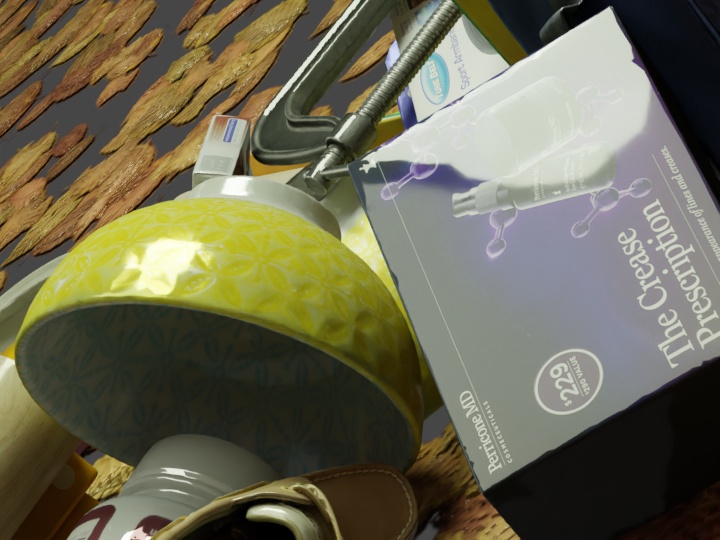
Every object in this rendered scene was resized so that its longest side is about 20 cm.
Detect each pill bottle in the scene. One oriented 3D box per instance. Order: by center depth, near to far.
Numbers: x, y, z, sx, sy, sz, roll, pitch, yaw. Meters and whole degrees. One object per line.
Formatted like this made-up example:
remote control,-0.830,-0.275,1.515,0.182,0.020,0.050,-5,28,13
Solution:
pill bottle,-0.104,0.179,1.334,0.114,0.114,0.200,-24,26,46

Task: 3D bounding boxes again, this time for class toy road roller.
toy road roller,-0.182,0.137,1.513,0.123,0.146,0.200,-55,6,-27

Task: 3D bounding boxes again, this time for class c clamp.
c clamp,0.017,-0.112,1.529,0.171,0.027,0.200,-8,42,54

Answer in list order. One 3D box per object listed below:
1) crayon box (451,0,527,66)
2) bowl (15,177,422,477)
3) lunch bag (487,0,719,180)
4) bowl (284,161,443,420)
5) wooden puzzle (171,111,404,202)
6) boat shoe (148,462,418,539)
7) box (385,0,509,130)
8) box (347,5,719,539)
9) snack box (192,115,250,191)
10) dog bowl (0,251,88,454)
crayon box,0.118,-0.145,1.451,0.119,0.200,0.058,-40,19,7
bowl,-0.059,0.021,1.395,0.200,0.200,0.108,-23,44,47
lunch bag,0.153,-0.123,1.329,0.136,0.200,0.132,-6,43,54
bowl,0.000,0.000,1.530,0.200,0.108,0.200,-38,19,16
wooden puzzle,0.000,-0.073,1.695,0.199,0.037,0.185,-21,7,-27
boat shoe,-0.039,0.132,1.281,0.200,0.074,0.066,-25,-12,-42
box,0.089,-0.152,1.575,0.200,0.041,0.119,-32,49,22
box,0.094,0.006,1.204,0.141,0.079,0.200,-33,46,11
snack box,-0.077,0.021,1.557,0.024,0.201,0.072,4,29,4
dog bowl,-0.225,0.082,1.887,0.200,0.074,0.200,-39,17,15
